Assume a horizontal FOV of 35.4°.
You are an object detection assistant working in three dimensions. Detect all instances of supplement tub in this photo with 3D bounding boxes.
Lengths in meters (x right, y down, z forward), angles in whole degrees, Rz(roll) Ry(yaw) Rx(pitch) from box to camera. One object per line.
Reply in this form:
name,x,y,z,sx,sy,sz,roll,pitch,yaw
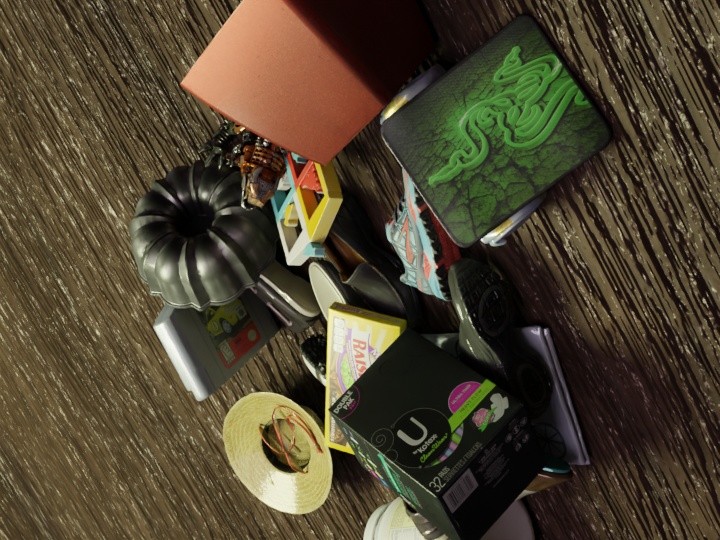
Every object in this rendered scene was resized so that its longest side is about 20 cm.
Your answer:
supplement tub,0.113,0.358,1.477,0.198,0.145,0.147,-19,104,44

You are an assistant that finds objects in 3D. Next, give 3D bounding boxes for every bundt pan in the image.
bundt pan,-0.205,-0.056,1.434,0.200,0.203,0.076,27,159,23

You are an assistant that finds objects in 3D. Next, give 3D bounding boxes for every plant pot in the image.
plant pot,-0.039,-0.238,1.208,0.176,0.201,0.199,44,136,-7

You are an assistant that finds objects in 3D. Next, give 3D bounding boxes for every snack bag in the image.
snack bag,0.173,0.157,1.391,0.198,0.021,0.191,-8,110,43

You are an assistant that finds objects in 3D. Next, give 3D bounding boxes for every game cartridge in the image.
game cartridge,-0.191,0.068,1.508,0.041,0.200,0.134,-24,102,33

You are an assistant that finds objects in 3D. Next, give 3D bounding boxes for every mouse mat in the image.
mouse mat,0.138,-0.142,1.164,0.199,0.008,0.162,-36,89,11

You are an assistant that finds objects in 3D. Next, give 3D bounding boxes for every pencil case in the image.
pencil case,0.111,-0.124,1.215,0.200,0.091,0.083,48,161,1

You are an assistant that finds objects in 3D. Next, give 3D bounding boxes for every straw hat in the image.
straw hat,-0.096,0.242,1.619,0.198,0.085,0.204,15,121,26

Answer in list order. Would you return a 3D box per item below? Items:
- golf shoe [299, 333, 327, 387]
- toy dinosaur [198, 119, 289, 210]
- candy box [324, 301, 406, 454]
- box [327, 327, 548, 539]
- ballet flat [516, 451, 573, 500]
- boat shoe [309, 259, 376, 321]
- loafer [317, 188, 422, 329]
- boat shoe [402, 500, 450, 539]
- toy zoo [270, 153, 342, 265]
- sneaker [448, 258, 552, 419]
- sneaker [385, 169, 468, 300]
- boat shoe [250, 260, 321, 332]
golf shoe,-0.008,0.168,1.506,0.199,0.078,0.095,37,134,17
toy dinosaur,-0.105,-0.156,1.316,0.102,0.201,0.135,42,145,-12
candy box,0.005,0.144,1.425,0.101,0.026,0.203,12,116,21
box,0.088,0.191,1.307,0.199,0.148,0.125,32,158,44
ballet flat,0.165,0.238,1.374,0.198,0.067,0.074,19,102,32
boat shoe,0.005,0.067,1.458,0.202,0.057,0.067,57,148,2
loafer,0.000,0.000,1.397,0.201,0.072,0.073,53,135,-1
boat shoe,0.081,0.263,1.411,0.074,0.200,0.074,-39,112,5
toy zoo,-0.071,-0.101,1.352,0.132,0.020,0.202,-54,44,45
sneaker,0.143,0.084,1.310,0.090,0.075,0.203,-15,100,54
sneaker,0.061,-0.058,1.308,0.094,0.079,0.203,10,121,37
boat shoe,-0.136,0.005,1.507,0.200,0.067,0.057,42,129,6
